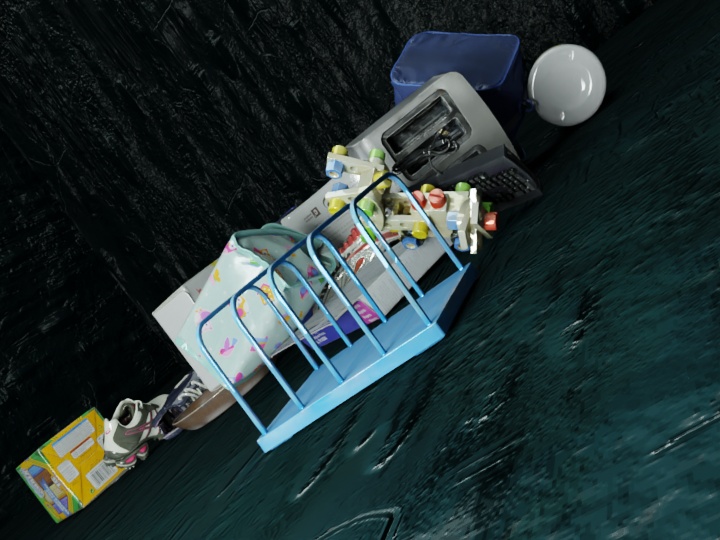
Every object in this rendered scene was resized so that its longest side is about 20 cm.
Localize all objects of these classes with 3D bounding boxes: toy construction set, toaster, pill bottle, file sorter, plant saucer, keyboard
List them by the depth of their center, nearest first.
[{"bbox_3d":[-0.023,0.030,0.704,0.199,0.124,0.139,-36,4,27],"label":"file sorter"},{"bbox_3d":[0.063,-0.069,0.867,0.093,0.197,0.132,-62,-32,-18],"label":"toy construction set"},{"bbox_3d":[0.096,-0.094,0.912,0.198,0.126,0.021,-20,38,52],"label":"keyboard"},{"bbox_3d":[0.104,-0.139,1.061,0.198,0.182,0.119,-37,10,2],"label":"toaster"},{"bbox_3d":[-0.195,0.176,1.239,0.199,0.032,0.200,-38,4,3],"label":"plant saucer"},{"bbox_3d":[0.313,-0.287,1.262,0.113,0.115,0.200,-36,5,20],"label":"pill bottle"}]

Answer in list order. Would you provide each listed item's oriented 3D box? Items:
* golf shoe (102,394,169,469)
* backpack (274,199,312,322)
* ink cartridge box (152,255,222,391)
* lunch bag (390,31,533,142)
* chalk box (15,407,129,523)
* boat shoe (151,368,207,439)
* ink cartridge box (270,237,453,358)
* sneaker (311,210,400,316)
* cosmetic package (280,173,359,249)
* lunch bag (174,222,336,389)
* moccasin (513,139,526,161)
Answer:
[{"bbox_3d":[-0.369,0.252,1.409,0.075,0.090,0.200,-1,20,16],"label":"golf shoe"},{"bbox_3d":[-0.106,0.009,1.434,0.200,0.160,0.170,-44,-23,-52],"label":"backpack"},{"bbox_3d":[-0.191,0.060,1.223,0.083,0.146,0.200,-35,5,31],"label":"ink cartridge box"},{"bbox_3d":[0.151,-0.248,1.185,0.196,0.134,0.137,11,52,25],"label":"lunch bag"},{"bbox_3d":[-0.506,0.345,1.444,0.199,0.125,0.125,-33,6,47],"label":"chalk box"},{"bbox_3d":[-0.259,0.198,1.354,0.200,0.075,0.093,-45,9,15],"label":"boat shoe"},{"bbox_3d":[0.001,0.036,0.991,0.200,0.043,0.196,-45,7,-30],"label":"ink cartridge box"},{"bbox_3d":[0.000,0.000,1.161,0.202,0.082,0.078,-55,-11,11],"label":"sneaker"},{"bbox_3d":[0.007,-0.080,1.306,0.164,0.166,0.200,-36,4,21],"label":"cosmetic package"},{"bbox_3d":[-0.124,0.037,1.074,0.172,0.121,0.199,-58,-12,19],"label":"lunch bag"},{"bbox_3d":[0.179,-0.150,1.248,0.080,0.069,0.200,-34,7,42],"label":"moccasin"}]
